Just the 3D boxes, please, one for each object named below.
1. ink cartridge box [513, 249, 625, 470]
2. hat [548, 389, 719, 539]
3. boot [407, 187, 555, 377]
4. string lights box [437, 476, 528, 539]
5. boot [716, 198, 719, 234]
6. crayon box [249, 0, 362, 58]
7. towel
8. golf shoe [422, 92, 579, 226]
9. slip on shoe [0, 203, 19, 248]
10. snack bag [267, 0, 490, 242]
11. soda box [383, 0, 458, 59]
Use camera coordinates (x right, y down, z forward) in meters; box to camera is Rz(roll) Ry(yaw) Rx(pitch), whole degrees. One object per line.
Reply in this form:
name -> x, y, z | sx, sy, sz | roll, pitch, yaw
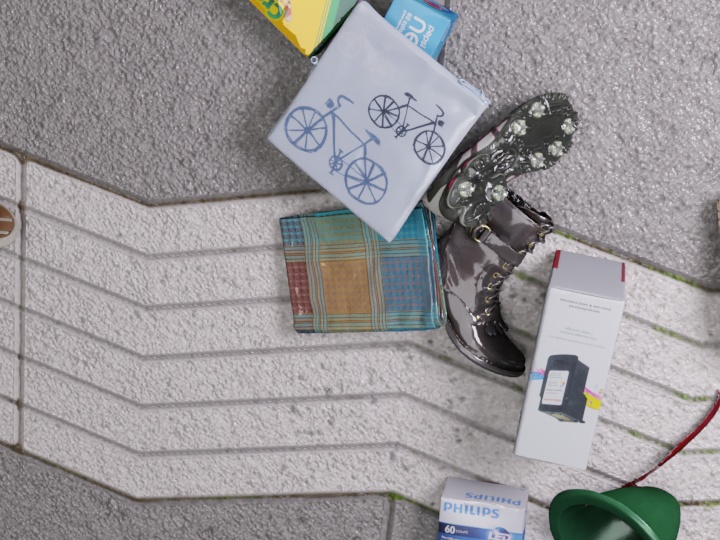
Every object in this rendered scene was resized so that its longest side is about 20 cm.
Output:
ink cartridge box -> 0.231, 0.096, 1.441 | 0.083, 0.146, 0.200 | 11, 109, 8
hat -> 0.345, 0.269, 1.535 | 0.166, 0.176, 0.200 | 55, 148, -8
boot -> 0.156, 0.005, 1.472 | 0.200, 0.069, 0.174 | 44, 112, 0
string lights box -> 0.143, 0.359, 1.587 | 0.103, 0.059, 0.200 | 7, 108, 11
boot -> 0.473, 0.001, 1.392 | 0.166, 0.072, 0.200 | -6, 101, 17
crayon box -> -0.083, -0.345, 1.429 | 0.200, 0.058, 0.119 | 44, 111, -2
towel -> 0.000, 0.000, 1.499 | 0.200, 0.022, 0.147 | -4, 97, 30
golf shoe -> 0.148, -0.127, 1.406 | 0.200, 0.088, 0.077 | -39, 114, -22
slip on shoe -> -0.517, -0.048, 1.626 | 0.200, 0.076, 0.061 | 0, 146, 5
snack bag -> 0.015, -0.162, 1.403 | 0.189, 0.021, 0.200 | 40, 114, 12
soda box -> 0.029, -0.206, 1.442 | 0.068, 0.064, 0.200 | 30, 110, 3
